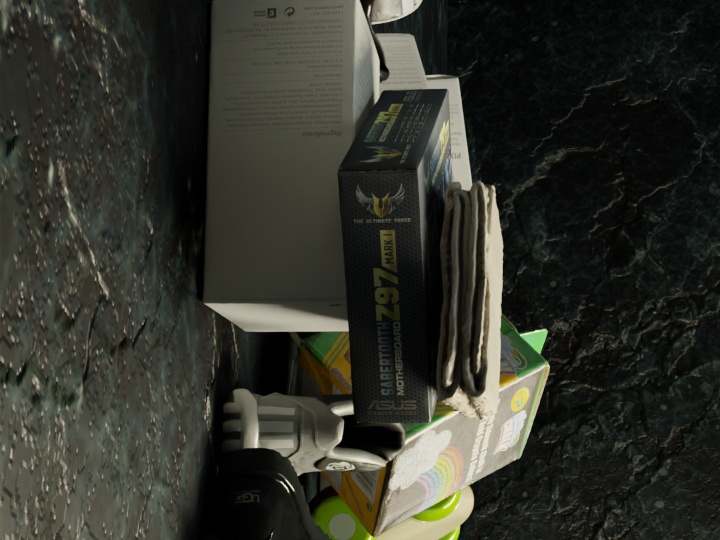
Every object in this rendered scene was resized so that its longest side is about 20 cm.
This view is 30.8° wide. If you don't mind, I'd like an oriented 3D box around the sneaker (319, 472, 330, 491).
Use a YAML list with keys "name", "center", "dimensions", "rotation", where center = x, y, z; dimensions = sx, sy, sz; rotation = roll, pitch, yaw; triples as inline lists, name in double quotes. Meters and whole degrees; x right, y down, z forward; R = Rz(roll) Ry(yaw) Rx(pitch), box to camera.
- name: "sneaker"
  center: [0.037, 0.160, 1.279]
  dimensions: [0.081, 0.146, 0.200]
  rotation: [61, 29, -76]

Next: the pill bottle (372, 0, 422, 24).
- name: "pill bottle"
  center: [0.001, -0.340, 1.217]
  dimensions: [0.106, 0.106, 0.200]
  rotation: [-80, 168, -55]

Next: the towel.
- name: "towel"
  center: [0.069, 0.024, 0.819]
  dimensions: [0.200, 0.034, 0.133]
  rotation: [53, 40, -77]

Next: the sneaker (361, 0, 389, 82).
- name: "sneaker"
  center: [-0.023, -0.141, 1.001]
  dimensions: [0.071, 0.083, 0.200]
  rotation: [-37, 142, -60]

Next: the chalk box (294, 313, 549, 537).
- name: "chalk box"
  center: [0.061, 0.094, 1.044]
  dimensions: [0.124, 0.200, 0.125]
  rotation: [46, -35, 32]

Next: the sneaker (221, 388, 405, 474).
- name: "sneaker"
  center: [-0.023, 0.122, 0.924]
  dimensions: [0.200, 0.115, 0.075]
  rotation: [45, 44, -79]

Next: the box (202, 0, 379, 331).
- name: "box"
  center: [-0.042, -0.066, 0.869]
  dimensions: [0.124, 0.097, 0.200]
  rotation: [57, 33, -76]

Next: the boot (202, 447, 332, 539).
- name: "boot"
  center: [-0.057, 0.227, 0.823]
  dimensions: [0.163, 0.073, 0.198]
  rotation: [-87, 165, -46]

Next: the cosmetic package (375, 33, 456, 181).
- name: "cosmetic package"
  center: [0.029, -0.118, 1.252]
  dimensions: [0.102, 0.074, 0.200]
  rotation: [121, -42, -58]

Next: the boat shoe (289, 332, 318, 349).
- name: "boat shoe"
  center: [-0.012, 0.048, 1.120]
  dimensions: [0.074, 0.063, 0.201]
  rotation: [59, 12, 9]

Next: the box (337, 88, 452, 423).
- name: "box"
  center: [0.028, -0.017, 0.825]
  dimensions: [0.200, 0.051, 0.158]
  rotation: [-69, 158, -67]

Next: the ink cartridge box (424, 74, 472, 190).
- name: "ink cartridge box"
  center: [0.076, -0.080, 1.336]
  dimensions: [0.163, 0.057, 0.200]
  rotation: [129, -41, -77]

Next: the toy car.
- name: "toy car"
  center: [-0.007, 0.164, 1.162]
  dimensions: [0.200, 0.158, 0.164]
  rotation: [61, -9, 23]
